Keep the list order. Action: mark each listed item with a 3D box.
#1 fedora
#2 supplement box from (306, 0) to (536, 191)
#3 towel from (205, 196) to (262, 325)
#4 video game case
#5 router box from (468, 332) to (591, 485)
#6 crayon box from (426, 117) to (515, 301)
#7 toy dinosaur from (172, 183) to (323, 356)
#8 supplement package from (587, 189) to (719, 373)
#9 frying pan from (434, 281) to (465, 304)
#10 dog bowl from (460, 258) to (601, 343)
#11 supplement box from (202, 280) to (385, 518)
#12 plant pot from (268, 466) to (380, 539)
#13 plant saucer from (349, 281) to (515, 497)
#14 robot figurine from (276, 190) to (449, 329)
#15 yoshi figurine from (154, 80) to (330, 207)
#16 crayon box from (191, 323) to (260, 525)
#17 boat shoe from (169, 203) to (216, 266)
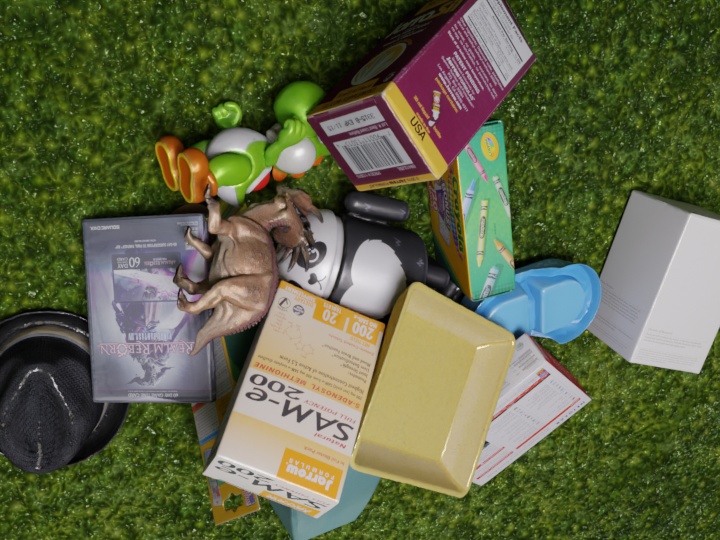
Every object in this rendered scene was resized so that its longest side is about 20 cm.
[{"bbox_3d":[-0.352,0.151,0.811,0.199,0.092,0.202,-5,111,-14],"label":"fedora"},{"bbox_3d":[0.064,-0.187,0.739,0.200,0.131,0.103,-51,117,-27],"label":"supplement box"},{"bbox_3d":[-0.122,0.008,0.830,0.018,0.086,0.201,-13,115,17],"label":"towel"},{"bbox_3d":[-0.229,0.042,0.784,0.142,0.019,0.202,-2,92,12],"label":"video game case"},{"bbox_3d":[0.184,0.189,0.946,0.200,0.049,0.179,-41,139,11],"label":"router box"},{"bbox_3d":[0.124,-0.080,0.843,0.058,0.119,0.201,-13,112,-10],"label":"crayon box"},{"bbox_3d":[-0.110,-0.003,0.727,0.135,0.086,0.202,15,84,-21],"label":"toy dinosaur"},{"bbox_3d":[0.402,0.014,0.953,0.119,0.121,0.201,10,107,-19],"label":"supplement package"},{"bbox_3d":[0.176,0.065,0.964,0.190,0.031,0.115,35,99,-21],"label":"frying pan"},{"bbox_3d":[0.211,0.048,0.925,0.199,0.050,0.112,-18,118,-18],"label":"dog bowl"},{"bbox_3d":[-0.062,0.126,0.732,0.125,0.201,0.074,23,145,-10],"label":"supplement box"},{"bbox_3d":[-0.055,0.217,0.881,0.141,0.141,0.201,-11,122,-30],"label":"plant pot"},{"bbox_3d":[0.075,0.134,0.808,0.199,0.048,0.201,27,79,-39],"label":"plant saucer"},{"bbox_3d":[0.000,0.002,0.835,0.199,0.125,0.151,14,66,-20],"label":"robot figurine"},{"bbox_3d":[-0.107,-0.145,0.760,0.199,0.112,0.113,-22,82,-30],"label":"yoshi figurine"},{"bbox_3d":[-0.138,0.167,0.804,0.051,0.126,0.201,-3,69,-35],"label":"crayon box"},{"bbox_3d":[-0.218,0.014,0.823,0.073,0.063,0.201,33,98,7],"label":"boat shoe"}]
